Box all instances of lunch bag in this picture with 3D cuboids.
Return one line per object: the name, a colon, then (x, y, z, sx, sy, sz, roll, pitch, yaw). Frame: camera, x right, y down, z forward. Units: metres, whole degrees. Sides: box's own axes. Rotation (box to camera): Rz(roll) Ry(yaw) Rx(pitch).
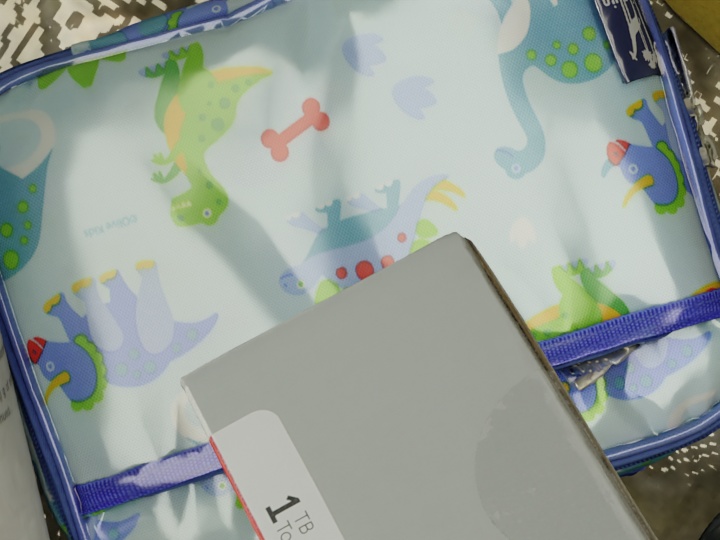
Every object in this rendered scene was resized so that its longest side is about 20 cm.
lunch bag: (0.000, 0.000, 0.792, 0.199, 0.082, 0.161, -15, 87, -3)

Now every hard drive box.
hard drive box: (0.046, 0.113, 0.693, 0.077, 0.200, 0.156, -28, 53, -3)

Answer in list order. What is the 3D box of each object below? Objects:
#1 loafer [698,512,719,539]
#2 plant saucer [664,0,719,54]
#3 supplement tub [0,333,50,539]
loafer: (0.191, 0.053, 0.784, 0.200, 0.073, 0.072, -35, 71, 11)
plant saucer: (0.197, -0.112, 0.828, 0.200, 0.048, 0.200, 44, 84, 3)
supplement tub: (-0.156, 0.023, 0.734, 0.131, 0.132, 0.201, -12, 101, -3)
